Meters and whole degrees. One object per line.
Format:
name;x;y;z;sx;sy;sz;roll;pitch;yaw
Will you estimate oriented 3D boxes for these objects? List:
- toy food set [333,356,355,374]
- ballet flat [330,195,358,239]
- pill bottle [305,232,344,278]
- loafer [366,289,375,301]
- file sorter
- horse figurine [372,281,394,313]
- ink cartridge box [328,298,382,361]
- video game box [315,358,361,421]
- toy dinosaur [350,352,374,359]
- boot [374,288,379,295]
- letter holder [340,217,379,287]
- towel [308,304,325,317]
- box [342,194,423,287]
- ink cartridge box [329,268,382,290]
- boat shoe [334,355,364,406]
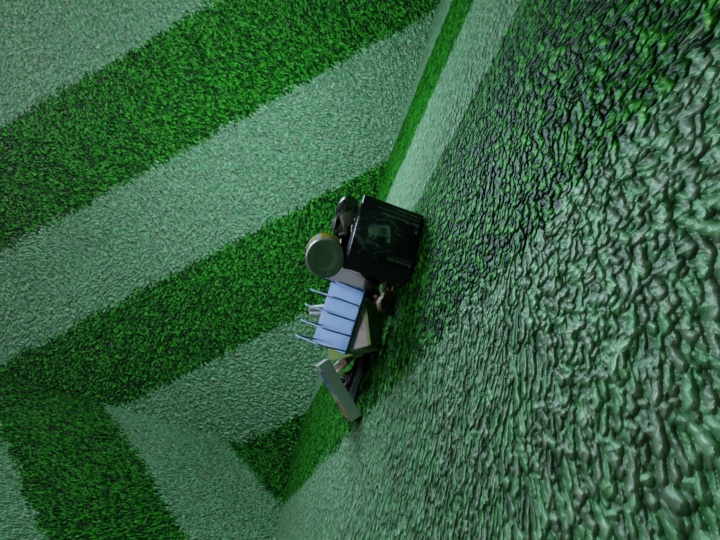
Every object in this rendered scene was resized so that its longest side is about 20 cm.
toy food set;-0.038;0.283;1.802;0.143;0.060;0.200;-41;-8;-29
ballet flat;-0.045;-0.157;1.584;0.200;0.073;0.075;117;169;-66
pill bottle;-0.109;-0.052;1.544;0.200;0.112;0.116;-112;40;-78
loafer;0.029;0.157;1.849;0.063;0.071;0.204;-151;64;-68
file sorter;-0.093;0.125;1.526;0.122;0.137;0.203;24;-98;-52
horse figurine;0.077;0.088;1.657;0.200;0.049;0.135;117;169;-64
ink cartridge box;-0.040;0.189;1.590;0.075;0.197;0.150;26;-129;-55
video game box;-0.076;0.381;1.648;0.046;0.202;0.182;-30;-5;-10
toy dinosaur;0.004;0.215;1.654;0.077;0.101;0.203;32;98;47
boot;-0.003;0.073;1.912;0.074;0.200;0.098;-11;42;43
letter holder;0.032;-0.062;1.696;0.100;0.200;0.143;-30;30;30
towel;-0.068;0.136;1.773;0.199;0.169;0.049;-11;83;59
box;0.068;-0.086;1.517;0.118;0.193;0.203;120;166;-63
ink cartridge box;0.000;0.000;1.844;0.199;0.145;0.084;-21;-49;-60
boat shoe;-0.038;0.384;1.791;0.072;0.070;0.202;113;175;-57
